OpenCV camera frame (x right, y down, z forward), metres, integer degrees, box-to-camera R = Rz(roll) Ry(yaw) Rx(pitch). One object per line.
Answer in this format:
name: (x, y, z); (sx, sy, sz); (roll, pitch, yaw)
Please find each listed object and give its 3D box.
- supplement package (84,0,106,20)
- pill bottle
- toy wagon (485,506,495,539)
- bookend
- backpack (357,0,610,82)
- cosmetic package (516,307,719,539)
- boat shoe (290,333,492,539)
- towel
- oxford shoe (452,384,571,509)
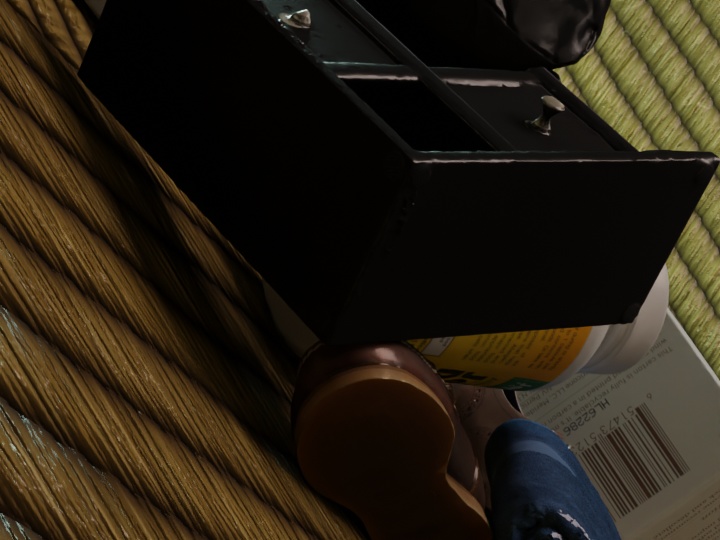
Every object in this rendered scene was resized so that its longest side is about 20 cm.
supplement package: (-0.111, -0.204, 1.218); (0.200, 0.117, 0.118); (54, 8, -36)
pill bottle: (0.058, 0.002, 1.229); (0.199, 0.113, 0.113); (8, 42, -40)
toy wagon: (0.076, 0.178, 1.231); (0.201, 0.039, 0.155); (57, 6, -17)
bookend: (0.017, -0.066, 1.074); (0.199, 0.092, 0.199); (-2, 37, -44)
backpack: (0.049, -0.159, 1.354); (0.167, 0.127, 0.200); (49, -19, -5)
cosmetic package: (0.173, 0.130, 1.592); (0.167, 0.167, 0.200); (56, 4, 31)
boat shoe: (0.010, 0.070, 1.084); (0.200, 0.070, 0.071); (67, 8, -60)
towel: (0.103, 0.138, 1.208); (0.112, 0.048, 0.200); (61, 6, -7)
oxford shoe: (0.099, 0.134, 1.461); (0.201, 0.073, 0.071); (62, 7, 25)
